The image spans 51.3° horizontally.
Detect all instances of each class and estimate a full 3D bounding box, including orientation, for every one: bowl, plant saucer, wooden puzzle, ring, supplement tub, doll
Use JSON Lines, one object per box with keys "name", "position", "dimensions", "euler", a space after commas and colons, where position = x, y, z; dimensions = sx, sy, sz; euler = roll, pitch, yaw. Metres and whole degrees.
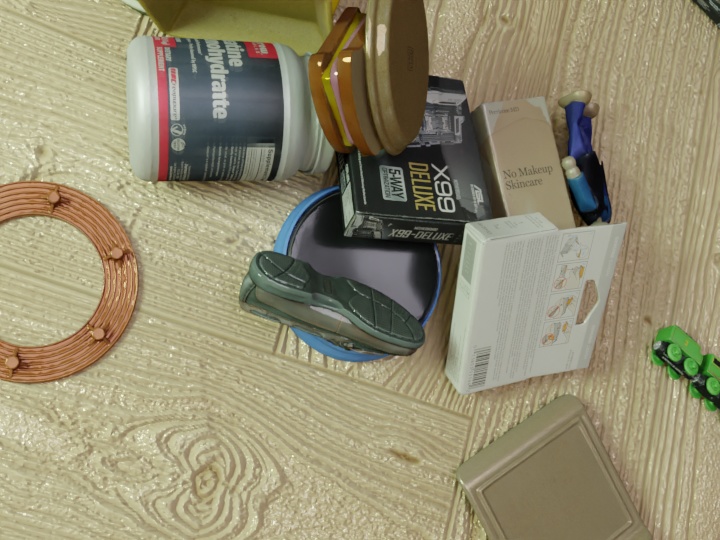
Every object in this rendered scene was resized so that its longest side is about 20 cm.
{"name": "bowl", "position": [0.000, 0.000, 0.837], "dimensions": [0.198, 0.039, 0.203], "euler": [3, 81, -18]}
{"name": "plant saucer", "position": [-0.118, -0.268, 0.731], "dimensions": [0.197, 0.200, 0.049], "euler": [10, 90, 0]}
{"name": "wooden puzzle", "position": [0.225, 0.275, 0.873], "dimensions": [0.184, 0.037, 0.201], "euler": [-28, 86, -20]}
{"name": "ring", "position": [-0.321, 0.009, 0.737], "dimensions": [0.198, 0.019, 0.203], "euler": [3, 80, -17]}
{"name": "supplement tub", "position": [-0.134, -0.161, 0.764], "dimensions": [0.198, 0.140, 0.142], "euler": [-3, 82, -19]}
{"name": "doll", "position": [0.278, -0.116, 0.919], "dimensions": [0.136, 0.048, 0.203], "euler": [21, 61, -56]}

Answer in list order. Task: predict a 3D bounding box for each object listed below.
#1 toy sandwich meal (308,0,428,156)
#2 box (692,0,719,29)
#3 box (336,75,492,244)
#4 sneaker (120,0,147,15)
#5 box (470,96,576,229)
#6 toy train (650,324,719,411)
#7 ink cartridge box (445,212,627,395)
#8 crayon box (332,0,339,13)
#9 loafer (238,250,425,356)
{"name": "toy sandwich meal", "position": [0.015, -0.202, 0.735], "dimensions": [0.069, 0.205, 0.208], "euler": [3, 78, 18]}
{"name": "box", "position": [0.534, -0.403, 1.023], "dimensions": [0.200, 0.158, 0.050], "euler": [40, 71, -8]}
{"name": "box", "position": [0.052, -0.129, 0.832], "dimensions": [0.156, 0.050, 0.202], "euler": [4, 61, -18]}
{"name": "sneaker", "position": [-0.273, -0.333, 0.772], "dimensions": [0.198, 0.089, 0.078], "euler": [11, 78, -16]}
{"name": "box", "position": [0.187, -0.096, 0.895], "dimensions": [0.094, 0.078, 0.202], "euler": [-12, 85, -19]}
{"name": "toy train", "position": [0.456, 0.144, 0.969], "dimensions": [0.199, 0.042, 0.057], "euler": [38, 61, -9]}
{"name": "ink cartridge box", "position": [0.189, 0.034, 0.832], "dimensions": [0.174, 0.045, 0.202], "euler": [-8, 123, -19]}
{"name": "crayon box", "position": [-0.086, -0.382, 0.784], "dimensions": [0.198, 0.058, 0.174], "euler": [12, 118, -32]}
{"name": "loafer", "position": [-0.030, 0.044, 0.775], "dimensions": [0.198, 0.063, 0.072], "euler": [25, 32, -14]}
